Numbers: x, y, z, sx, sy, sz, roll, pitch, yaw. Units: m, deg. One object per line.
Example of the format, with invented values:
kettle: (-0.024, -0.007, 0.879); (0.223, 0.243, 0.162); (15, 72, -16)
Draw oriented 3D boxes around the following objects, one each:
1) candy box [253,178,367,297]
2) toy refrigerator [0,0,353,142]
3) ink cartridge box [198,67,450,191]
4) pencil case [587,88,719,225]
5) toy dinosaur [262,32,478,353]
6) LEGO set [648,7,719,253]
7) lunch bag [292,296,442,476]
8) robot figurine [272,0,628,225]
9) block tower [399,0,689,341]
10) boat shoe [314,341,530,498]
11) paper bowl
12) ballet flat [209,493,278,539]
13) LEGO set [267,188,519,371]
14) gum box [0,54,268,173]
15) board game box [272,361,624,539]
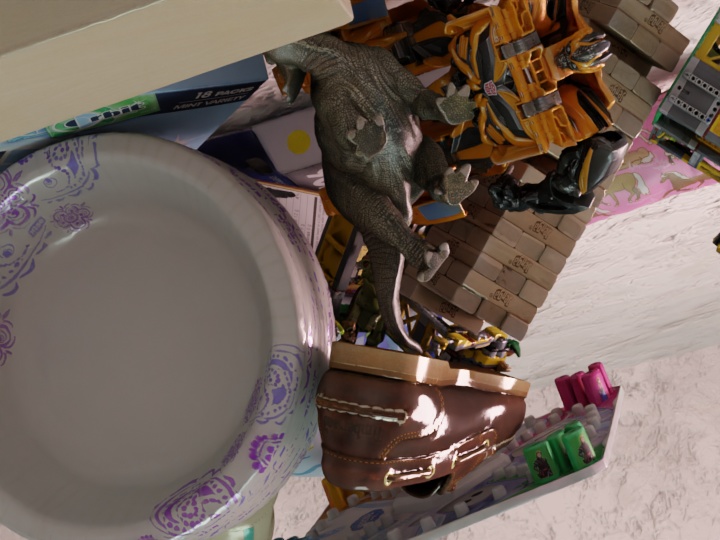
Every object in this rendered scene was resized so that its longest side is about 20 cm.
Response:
candy box: (-0.044, -0.017, 1.215); (0.198, 0.057, 0.116); (11, 171, -34)
toy refrigerator: (-0.111, -0.113, 0.766); (0.198, 0.071, 0.076); (-18, 162, 12)
ink cartridge box: (0.008, -0.072, 1.217); (0.198, 0.047, 0.198); (-18, 169, 8)
pencil case: (0.187, -0.082, 1.312); (0.198, 0.087, 0.083); (-18, 149, 24)
toy dinosaur: (0.008, -0.056, 0.894); (0.077, 0.201, 0.102); (-34, -146, -11)
LEGO set: (0.238, -0.097, 1.033); (0.155, 0.115, 0.200); (-57, 173, -9)
lunch bag: (-0.065, 0.078, 1.255); (0.169, 0.129, 0.199); (9, 163, -33)
robot figurine: (0.044, -0.085, 0.927); (0.058, 0.146, 0.199); (-27, -170, -35)
block tower: (0.097, -0.059, 0.989); (0.054, 0.201, 0.058); (29, -178, -32)
boat shoe: (0.029, 0.076, 0.931); (0.070, 0.071, 0.200); (5, 177, 26)
paper bowl: (-0.109, 0.038, 0.936); (0.199, 0.203, 0.104); (-17, 170, 14)
ballet flat: (-0.083, 0.098, 1.056); (0.069, 0.070, 0.200); (-14, -151, -5)
LEGO set: (0.000, 0.000, 1.067); (0.198, 0.154, 0.117); (7, 116, -31)
gum box: (-0.162, -0.072, 0.966); (0.168, 0.045, 0.200); (-9, 167, -28)
board game box: (0.049, 0.114, 1.069); (0.198, 0.026, 0.200); (-24, -177, 13)
